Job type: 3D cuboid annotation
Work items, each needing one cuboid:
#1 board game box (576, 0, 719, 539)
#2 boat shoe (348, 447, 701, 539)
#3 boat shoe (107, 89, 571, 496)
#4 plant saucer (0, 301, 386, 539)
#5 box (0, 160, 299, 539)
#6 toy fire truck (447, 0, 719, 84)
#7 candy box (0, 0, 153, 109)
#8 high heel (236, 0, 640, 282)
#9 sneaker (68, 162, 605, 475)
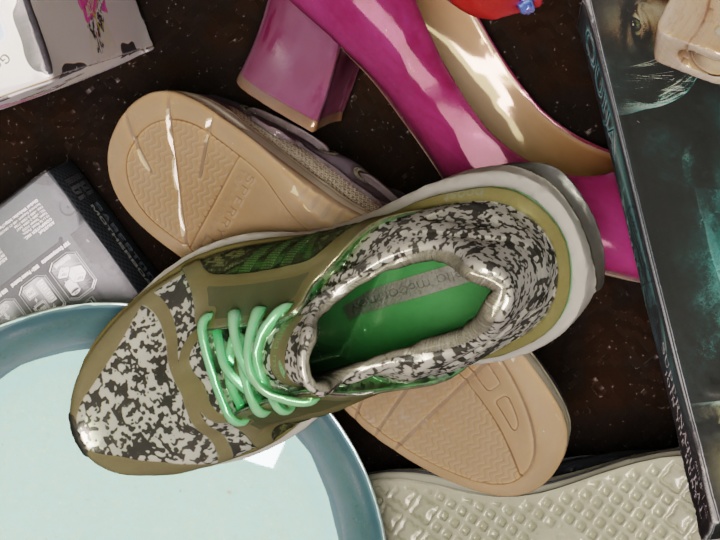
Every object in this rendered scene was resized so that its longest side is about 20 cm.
[{"bbox_3d":[0.160,-0.013,0.860,0.134,0.028,0.201,-9,68,-6],"label":"board game box"},{"bbox_3d":[0.059,0.105,0.927,0.199,0.062,0.075,-12,81,21],"label":"boat shoe"},{"bbox_3d":[0.000,0.000,0.903,0.200,0.065,0.072,37,119,8],"label":"boat shoe"},{"bbox_3d":[-0.088,0.109,0.909,0.198,0.027,0.202,0,98,2],"label":"plant saucer"},{"bbox_3d":[-0.144,0.080,0.948,0.200,0.051,0.158,-37,93,8],"label":"box"},{"bbox_3d":[0.122,-0.114,0.859,0.199,0.049,0.142,-17,62,-7],"label":"toy fire truck"},{"bbox_3d":[-0.150,-0.153,0.857,0.071,0.168,0.201,-19,95,8],"label":"candy box"},{"bbox_3d":[0.054,-0.069,0.898,0.199,0.067,0.097,25,110,5],"label":"high heel"},{"bbox_3d":[-0.021,0.020,0.827,0.199,0.089,0.077,-24,92,21],"label":"sneaker"}]
